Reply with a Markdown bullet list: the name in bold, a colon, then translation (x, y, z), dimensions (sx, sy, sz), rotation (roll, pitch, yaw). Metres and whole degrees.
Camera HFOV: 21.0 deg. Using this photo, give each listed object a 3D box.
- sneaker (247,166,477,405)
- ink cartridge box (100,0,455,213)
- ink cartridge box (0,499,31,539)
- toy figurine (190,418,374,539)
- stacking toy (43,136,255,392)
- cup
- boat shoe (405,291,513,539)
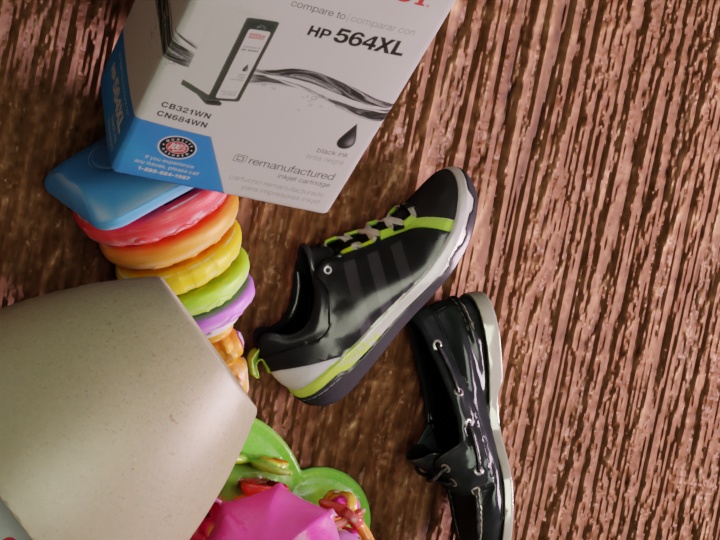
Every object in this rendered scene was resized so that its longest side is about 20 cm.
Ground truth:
- **sneaker**: translation (0.000, 0.000, 1.310), dimensions (0.083, 0.072, 0.200), rotation (40, 81, -22)
- **ink cartridge box**: translation (-0.048, -0.139, 1.115), dimensions (0.145, 0.085, 0.200), rotation (11, 136, -23)
- **ink cartridge box**: translation (-0.309, 0.121, 1.151), dimensions (0.145, 0.145, 0.200), rotation (-39, 110, -14)
- **toy figurine**: translation (-0.049, 0.182, 1.252), dimensions (0.199, 0.184, 0.151), rotation (10, 93, -25)
- **stacking toy**: translation (-0.110, 0.004, 1.257), dimensions (0.110, 0.116, 0.201), rotation (-30, 119, -18)
- **cup**: translation (-0.148, 0.085, 1.165), dimensions (0.143, 0.200, 0.201), rotation (-37, 110, -3)
- **boat shoe**: translation (0.063, 0.117, 1.353), dimensions (0.066, 0.074, 0.200), rotation (-5, 99, -21)
